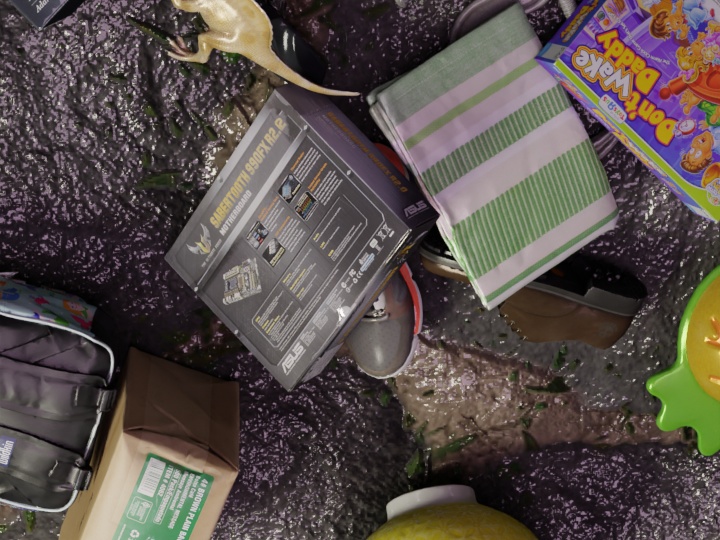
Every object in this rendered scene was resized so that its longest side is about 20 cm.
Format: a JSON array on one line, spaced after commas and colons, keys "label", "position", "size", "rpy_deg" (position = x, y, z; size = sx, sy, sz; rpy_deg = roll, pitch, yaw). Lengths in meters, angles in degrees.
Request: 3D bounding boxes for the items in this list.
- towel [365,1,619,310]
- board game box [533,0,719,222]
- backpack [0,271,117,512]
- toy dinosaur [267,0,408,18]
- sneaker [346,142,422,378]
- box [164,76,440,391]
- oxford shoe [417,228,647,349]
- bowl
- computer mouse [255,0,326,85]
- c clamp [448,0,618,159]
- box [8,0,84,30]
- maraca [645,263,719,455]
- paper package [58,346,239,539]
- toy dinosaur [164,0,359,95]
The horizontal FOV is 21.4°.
[{"label": "towel", "position": [0.111, -0.090, 1.535], "size": [0.152, 0.023, 0.201], "rpy_deg": [-32, 102, -12]}, {"label": "board game box", "position": [0.257, -0.155, 1.539], "size": [0.200, 0.045, 0.135], "rpy_deg": [40, 89, -20]}, {"label": "backpack", "position": [-0.310, 0.088, 1.558], "size": [0.199, 0.151, 0.179], "rpy_deg": [14, 107, -17]}, {"label": "toy dinosaur", "position": [-0.039, -0.273, 1.482], "size": [0.200, 0.102, 0.136], "rpy_deg": [42, 89, 21]}, {"label": "sneaker", "position": [0.000, 0.000, 1.573], "size": [0.076, 0.082, 0.202], "rpy_deg": [1, 108, 21]}, {"label": "box", "position": [-0.050, -0.026, 1.519], "size": [0.158, 0.048, 0.200], "rpy_deg": [46, 125, 14]}, {"label": "oxford shoe", "position": [0.135, 0.022, 1.609], "size": [0.199, 0.073, 0.085], "rpy_deg": [20, 118, -8]}, {"label": "bowl", "position": [0.070, 0.250, 1.661], "size": [0.199, 0.200, 0.108], "rpy_deg": [-12, 69, 0]}, {"label": "computer mouse", "position": [-0.093, -0.207, 1.487], "size": [0.034, 0.059, 0.200], "rpy_deg": [-44, 125, -1]}, {"label": "c clamp", "position": [0.164, -0.172, 1.556], "size": [0.170, 0.027, 0.201], "rpy_deg": [-21, 111, 4]}, {"label": "box", "position": [-0.227, -0.315, 1.415], "size": [0.182, 0.104, 0.200], "rpy_deg": [44, 102, -6]}, {"label": "maraca", "position": [0.329, 0.066, 1.619], "size": [0.137, 0.107, 0.201], "rpy_deg": [31, 106, -7]}, {"label": "paper package", "position": [-0.180, 0.195, 1.588], "size": [0.103, 0.191, 0.201], "rpy_deg": [20, 108, -12]}, {"label": "toy dinosaur", "position": [-0.096, -0.181, 1.440], "size": [0.200, 0.101, 0.058], "rpy_deg": [49, 59, -30]}]
